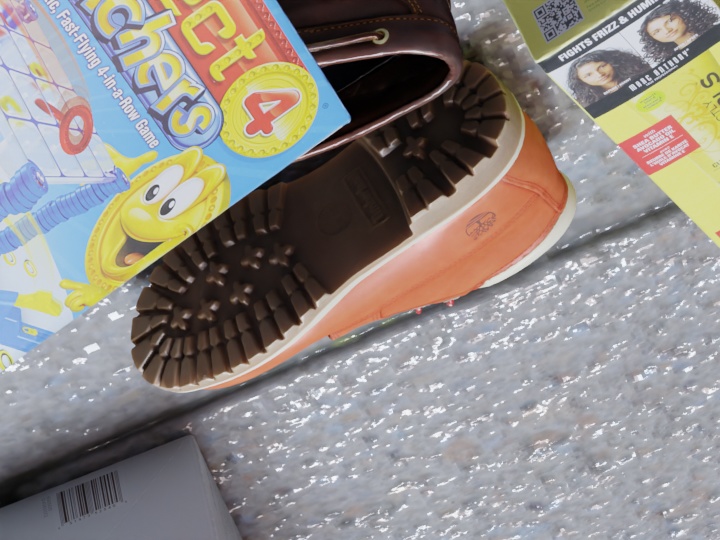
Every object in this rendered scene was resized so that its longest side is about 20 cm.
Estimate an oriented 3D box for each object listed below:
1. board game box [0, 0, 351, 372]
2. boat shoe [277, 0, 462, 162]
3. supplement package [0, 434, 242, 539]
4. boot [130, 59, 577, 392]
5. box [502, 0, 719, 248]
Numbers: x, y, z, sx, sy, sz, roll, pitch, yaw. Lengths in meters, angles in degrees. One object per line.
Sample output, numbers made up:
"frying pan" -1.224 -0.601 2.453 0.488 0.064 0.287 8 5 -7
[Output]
"board game box" -0.133 -0.073 0.926 0.196 0.056 0.200 -36 130 -1
"boat shoe" -0.056 -0.062 1.046 0.200 0.070 0.070 -27 146 11
"supplement package" -0.089 0.200 1.294 0.113 0.110 0.200 -21 126 1
"boot" 0.000 0.000 1.158 0.200 0.075 0.107 -32 148 14
"box" 0.138 -0.077 1.138 0.075 0.050 0.200 -32 144 15
